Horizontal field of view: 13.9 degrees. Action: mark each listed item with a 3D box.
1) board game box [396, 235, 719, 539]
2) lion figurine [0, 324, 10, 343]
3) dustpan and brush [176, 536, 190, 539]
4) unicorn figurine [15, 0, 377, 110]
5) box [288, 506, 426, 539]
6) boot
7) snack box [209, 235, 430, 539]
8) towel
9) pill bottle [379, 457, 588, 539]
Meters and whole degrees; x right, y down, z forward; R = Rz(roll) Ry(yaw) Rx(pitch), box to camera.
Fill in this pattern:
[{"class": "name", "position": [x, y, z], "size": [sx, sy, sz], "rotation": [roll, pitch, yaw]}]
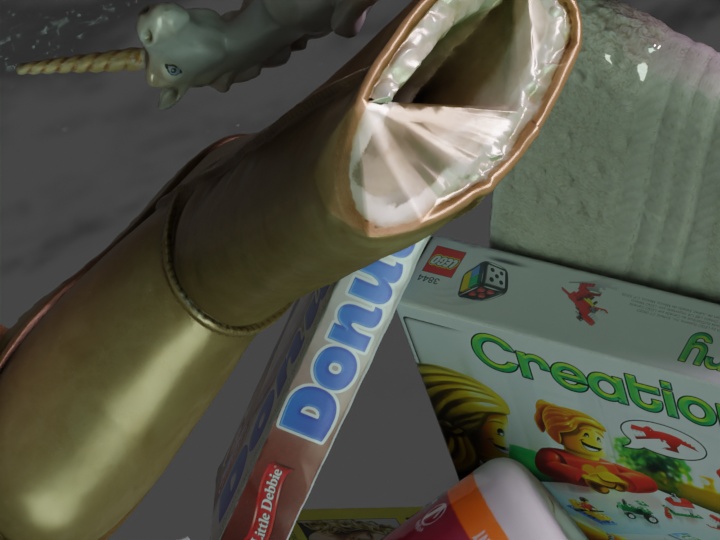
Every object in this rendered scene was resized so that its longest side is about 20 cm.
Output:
[{"class": "board game box", "position": [0.116, 0.060, 0.975], "size": [0.035, 0.199, 0.127], "rotation": [-57, 146, -30]}, {"class": "lion figurine", "position": [-0.126, 0.099, 0.974], "size": [0.122, 0.073, 0.201], "rotation": [23, 115, -15]}, {"class": "dustpan and brush", "position": [-0.086, 0.199, 0.911], "size": [0.139, 0.057, 0.201], "rotation": [-16, 94, 13]}, {"class": "unicorn figurine", "position": [-0.007, -0.115, 0.888], "size": [0.074, 0.137, 0.200], "rotation": [45, 81, 0]}, {"class": "box", "position": [0.052, 0.127, 1.076], "size": [0.199, 0.050, 0.076], "rotation": [-1, 118, -21]}, {"class": "boot", "position": [-0.035, 0.000, 0.861], "size": [0.066, 0.200, 0.176], "rotation": [37, 66, -13]}, {"class": "snack box", "position": [0.000, 0.000, 0.971], "size": [0.024, 0.072, 0.201], "rotation": [22, 108, -9]}, {"class": "towel", "position": [0.106, -0.009, 0.952], "size": [0.200, 0.132, 0.035], "rotation": [94, 22, -58]}, {"class": "pill bottle", "position": [0.002, 0.161, 0.980], "size": [0.200, 0.110, 0.110], "rotation": [-37, 124, 4]}]
